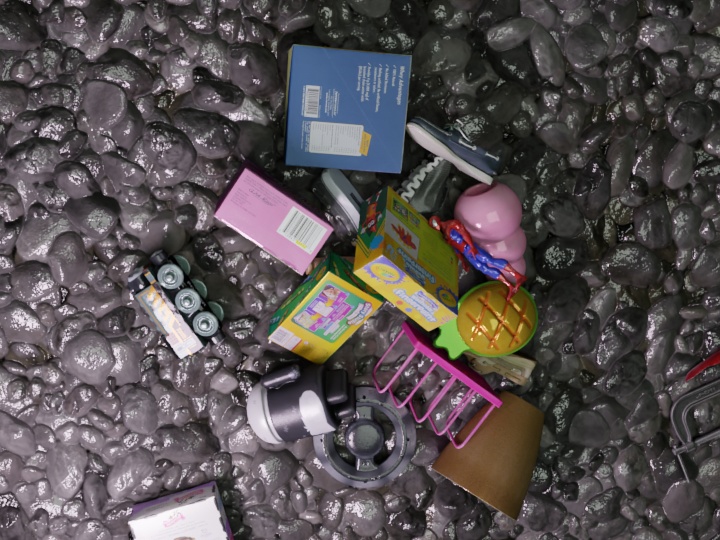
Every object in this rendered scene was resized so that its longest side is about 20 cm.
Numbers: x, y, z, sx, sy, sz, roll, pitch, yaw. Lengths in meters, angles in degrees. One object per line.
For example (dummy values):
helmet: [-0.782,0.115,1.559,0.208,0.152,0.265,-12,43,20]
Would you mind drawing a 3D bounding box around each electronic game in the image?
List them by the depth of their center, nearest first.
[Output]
electronic game: [0.008,0.319,1.671,0.198,0.042,0.202,0,98,1]

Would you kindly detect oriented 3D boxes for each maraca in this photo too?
maraca: [0.224,0.092,1.579,0.198,0.107,0.138,-11,88,-2]

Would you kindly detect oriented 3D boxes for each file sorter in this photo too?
file sorter: [0.135,0.215,1.620,0.199,0.139,0.126,36,96,-13]

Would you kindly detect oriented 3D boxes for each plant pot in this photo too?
plant pot: [0.263,0.338,1.655,0.186,0.186,0.201,34,82,-13]

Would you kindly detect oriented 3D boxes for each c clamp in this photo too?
c clamp: [0.716,0.312,1.780,0.199,0.027,0.172,-29,98,0]

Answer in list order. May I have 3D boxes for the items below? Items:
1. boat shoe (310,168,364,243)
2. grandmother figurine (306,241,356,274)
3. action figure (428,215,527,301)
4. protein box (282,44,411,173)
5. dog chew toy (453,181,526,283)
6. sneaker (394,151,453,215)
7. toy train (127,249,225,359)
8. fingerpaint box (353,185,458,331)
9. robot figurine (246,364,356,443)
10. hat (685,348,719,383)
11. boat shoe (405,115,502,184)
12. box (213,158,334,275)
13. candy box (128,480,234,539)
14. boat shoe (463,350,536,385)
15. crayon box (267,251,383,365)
boat shoe: [-0.019,-0.090,1.570,0.066,0.070,0.200,-33,99,30]
grandmother figurine: [0.000,0.000,1.602,0.198,0.061,0.122,-1,95,-10]
action figure: [0.198,-0.030,1.535,0.200,0.066,0.052,42,64,13]
protein box: [-0.028,-0.277,1.501,0.198,0.135,0.200,3,100,-8]
dog chew toy: [0.247,-0.059,1.595,0.124,0.125,0.201,-22,111,-3]
sneaker: [0.129,-0.154,1.587,0.090,0.066,0.200,41,94,-20]
toy train: [-0.328,0.063,1.558,0.114,0.085,0.201,-32,104,9]
fingerpaint box: [0.083,-0.019,1.523,0.073,0.168,0.200,-29,128,33]
robot figurine: [-0.109,0.241,1.588,0.199,0.125,0.151,-16,90,12]
hat: [0.750,0.103,1.745,0.200,0.175,0.167,-32,105,-40]
boat shoe: [0.165,-0.218,1.504,0.199,0.075,0.062,28,90,-24]
box: [-0.149,-0.097,1.487,0.175,0.200,0.097,34,95,-12]
candy box: [-0.327,0.523,1.651,0.166,0.072,0.202,-15,103,-4]
boat shoe: [0.238,0.169,1.659,0.199,0.071,0.065,20,100,-11]
crayon box: [-0.063,0.072,1.554,0.118,0.058,0.200,30,123,-22]
